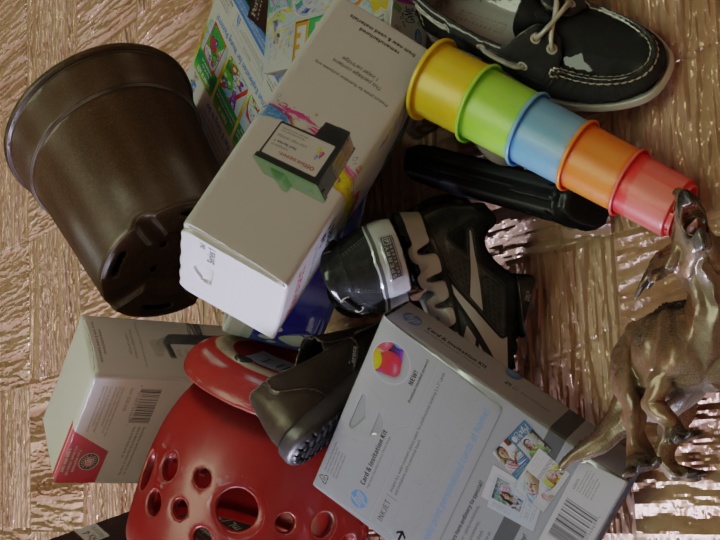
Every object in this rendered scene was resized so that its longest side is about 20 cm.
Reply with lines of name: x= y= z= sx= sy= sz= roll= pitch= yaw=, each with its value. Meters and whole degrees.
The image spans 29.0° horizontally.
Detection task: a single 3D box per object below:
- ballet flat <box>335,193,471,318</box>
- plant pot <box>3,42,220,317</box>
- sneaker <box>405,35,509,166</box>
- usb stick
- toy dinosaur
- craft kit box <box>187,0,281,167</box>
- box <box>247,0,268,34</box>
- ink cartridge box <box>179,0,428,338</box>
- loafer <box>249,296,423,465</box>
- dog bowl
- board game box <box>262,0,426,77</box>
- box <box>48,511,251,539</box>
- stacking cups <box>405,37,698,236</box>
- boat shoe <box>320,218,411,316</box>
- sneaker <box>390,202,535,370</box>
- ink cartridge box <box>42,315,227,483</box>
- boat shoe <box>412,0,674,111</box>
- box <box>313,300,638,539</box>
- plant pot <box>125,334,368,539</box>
ballet flat: x=0.022 y=-0.012 z=1.144 sx=0.200 sy=0.046 sz=0.068 roll=-31 pitch=62 yaw=53
plant pot: x=-0.215 y=-0.075 z=1.333 sx=0.199 sy=0.199 sz=0.201 roll=57 pitch=134 yaw=33
sneaker: x=0.076 y=-0.128 z=1.056 sx=0.116 sy=0.073 sz=0.201 roll=120 pitch=147 yaw=-41
usb stick: x=0.101 y=-0.063 z=1.015 sx=0.199 sy=0.055 sz=0.033 roll=23 pitch=96 yaw=56
toy dinosaur: x=0.187 y=0.047 z=0.848 sx=0.200 sy=0.085 sz=0.137 roll=-51 pitch=47 yaw=49
craft kit box: x=-0.118 y=-0.159 z=1.385 sx=0.198 sy=0.048 sz=0.201 roll=-59 pitch=41 yaw=33
box: x=-0.019 y=-0.226 z=1.205 sx=0.200 sy=0.074 sz=0.101 roll=48 pitch=126 yaw=50
ink cartridge box: x=-0.040 y=-0.068 z=0.986 sx=0.201 sy=0.083 sz=0.145 roll=-58 pitch=-3 yaw=-18
loafer: x=-0.011 y=0.066 z=1.061 sx=0.071 sy=0.200 sz=0.073 roll=41 pitch=130 yaw=12
dog bowl: x=-0.052 y=-0.036 z=1.160 sx=0.200 sy=0.078 sz=0.202 roll=-164 pitch=90 yaw=-82
board game box: x=-0.012 y=-0.228 z=1.093 sx=0.199 sy=0.034 sz=0.136 roll=2 pitch=88 yaw=59
box: x=-0.188 y=0.326 z=1.283 sx=0.165 sy=0.198 sz=0.166 roll=19 pitch=119 yaw=56
stacking cups: x=0.125 y=-0.088 z=0.908 sx=0.199 sy=0.060 sz=0.061 roll=29 pitch=115 yaw=25
boat shoe: x=0.000 y=0.000 z=0.999 sx=0.200 sy=0.056 sz=0.069 roll=91 pitch=160 yaw=-84
sneaker: x=0.092 y=0.041 z=1.010 sx=0.066 sy=0.090 sz=0.202 roll=-136 pitch=28 yaw=-82
ink cartridge box: x=-0.182 y=0.126 z=1.317 sx=0.146 sy=0.198 sz=0.085 roll=-62 pitch=35 yaw=33
boat shoe: x=0.116 y=-0.166 z=0.941 sx=0.199 sy=0.060 sz=0.074 roll=29 pitch=82 yaw=34
box: x=0.076 y=0.141 z=0.967 sx=0.199 sy=0.041 sz=0.157 roll=32 pitch=119 yaw=19
plant pot: x=-0.077 y=0.161 z=1.161 sx=0.200 sy=0.199 sz=0.184 roll=28 pitch=103 yaw=55
